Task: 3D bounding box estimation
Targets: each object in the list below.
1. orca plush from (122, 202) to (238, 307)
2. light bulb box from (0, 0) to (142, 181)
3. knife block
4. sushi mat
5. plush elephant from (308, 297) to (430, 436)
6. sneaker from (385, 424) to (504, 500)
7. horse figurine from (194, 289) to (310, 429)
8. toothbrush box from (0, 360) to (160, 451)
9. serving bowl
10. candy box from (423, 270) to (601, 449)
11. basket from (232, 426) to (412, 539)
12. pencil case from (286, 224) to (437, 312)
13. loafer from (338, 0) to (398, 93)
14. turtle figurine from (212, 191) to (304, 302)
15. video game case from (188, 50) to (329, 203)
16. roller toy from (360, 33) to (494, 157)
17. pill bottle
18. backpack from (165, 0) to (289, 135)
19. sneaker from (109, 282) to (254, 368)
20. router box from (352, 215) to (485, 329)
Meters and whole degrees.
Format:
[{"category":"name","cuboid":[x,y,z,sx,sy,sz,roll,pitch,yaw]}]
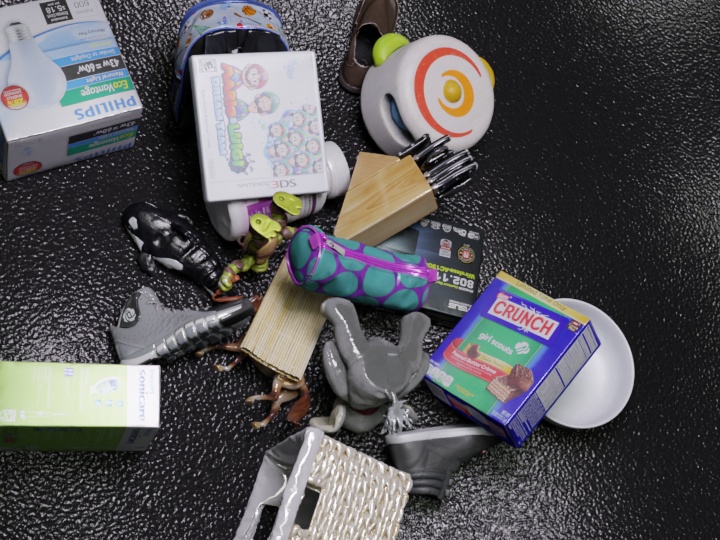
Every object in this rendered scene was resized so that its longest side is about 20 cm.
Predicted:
[{"category":"orca plush","cuboid":[-0.253,-0.028,1.645,0.105,0.071,0.200,-32,83,-25]},{"category":"light bulb box","cuboid":[-0.436,-0.261,1.643,0.198,0.125,0.201,-19,76,-24]},{"category":"knife block","cuboid":[0.071,-0.103,1.680,0.175,0.064,0.201,11,69,18]},{"category":"sushi mat","cuboid":[-0.097,0.063,1.662,0.095,0.012,0.200,30,46,-8]},{"category":"plush elephant","cuboid":[0.008,0.158,1.628,0.164,0.155,0.201,4,61,-26]},{"category":"sneaker","cuboid":[0.129,0.273,1.667,0.199,0.071,0.100,-3,86,-26]},{"category":"horse figurine","cuboid":[-0.133,0.136,1.630,0.132,0.050,0.200,-31,74,-38]},{"category":"toothbrush box","cuboid":[-0.364,0.176,1.492,0.199,0.146,0.086,4,69,-16]},{"category":"serving bowl","cuboid":[0.310,0.146,1.768,0.199,0.066,0.201,6,69,-16]},{"category":"candy box","cuboid":[0.213,0.123,1.664,0.169,0.077,0.200,29,71,38]},{"category":"basket","cuboid":[-0.059,0.333,1.509,0.160,0.200,0.199,25,65,-14]},{"category":"pencil case","cuboid":[0.000,0.000,1.614,0.199,0.092,0.085,14,59,-30]},{"category":"loafer","cuboid":[0.023,-0.377,1.866,0.073,0.071,0.201,18,66,-11]},{"category":"turtle figurine","cuboid":[-0.128,-0.044,1.629,0.200,0.161,0.064,-31,73,-30]},{"category":"video game case","cuboid":[-0.139,-0.201,1.622,0.181,0.024,0.201,-7,92,-23]},{"category":"roller toy","cuboid":[0.108,-0.260,1.789,0.199,0.140,0.183,18,76,-30]},{"category":"pill bottle","cuboid":[-0.120,-0.123,1.702,0.199,0.112,0.113,-21,78,-24]},{"category":"backpack","cuboid":[-0.186,-0.304,1.705,0.199,0.191,0.154,-6,56,-20]},{"category":"sneaker","cuboid":[-0.253,0.055,1.595,0.199,0.075,0.116,-26,71,-5]},{"category":"router box","cuboid":[0.080,-0.008,1.751,0.199,0.062,0.150,14,68,-13]}]
